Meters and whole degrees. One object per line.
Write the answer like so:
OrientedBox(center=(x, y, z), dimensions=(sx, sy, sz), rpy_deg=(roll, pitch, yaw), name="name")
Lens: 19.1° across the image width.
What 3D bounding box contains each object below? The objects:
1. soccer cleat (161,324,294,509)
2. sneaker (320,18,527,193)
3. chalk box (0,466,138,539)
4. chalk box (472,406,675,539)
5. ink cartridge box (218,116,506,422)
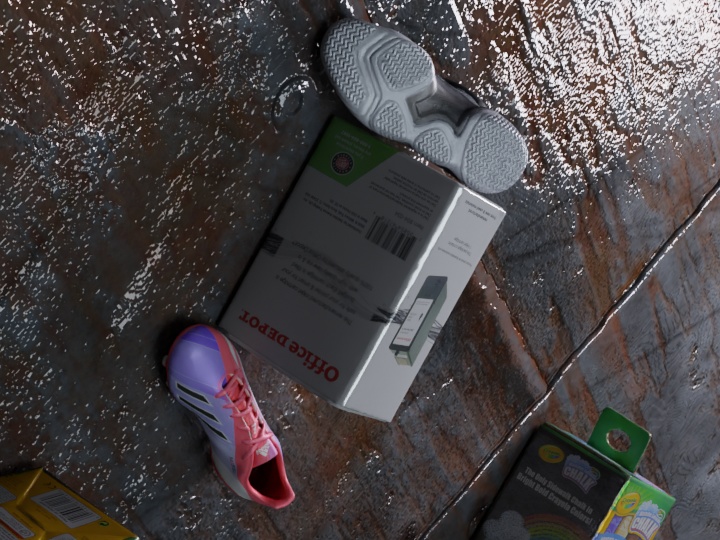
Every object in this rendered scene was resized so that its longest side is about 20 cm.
OrientedBox(center=(-0.103, 0.120, 1.749), dimensions=(0.067, 0.076, 0.200), rpy_deg=(-42, 142, -23), name="soccer cleat")
OrientedBox(center=(0.040, -0.138, 1.742), dimensions=(0.200, 0.114, 0.076), rpy_deg=(35, 94, -19), name="sneaker")
OrientedBox(center=(-0.265, 0.271, 1.607), dimensions=(0.124, 0.124, 0.201), rpy_deg=(-11, 122, -47), name="chalk box")
OrientedBox(center=(0.230, 0.242, 2.206), dimensions=(0.200, 0.124, 0.124), rpy_deg=(-58, 144, 0), name="chalk box")
OrientedBox(center=(0.000, 0.000, 1.729), dimensions=(0.084, 0.145, 0.200), rpy_deg=(25, 95, -56), name="ink cartridge box")
